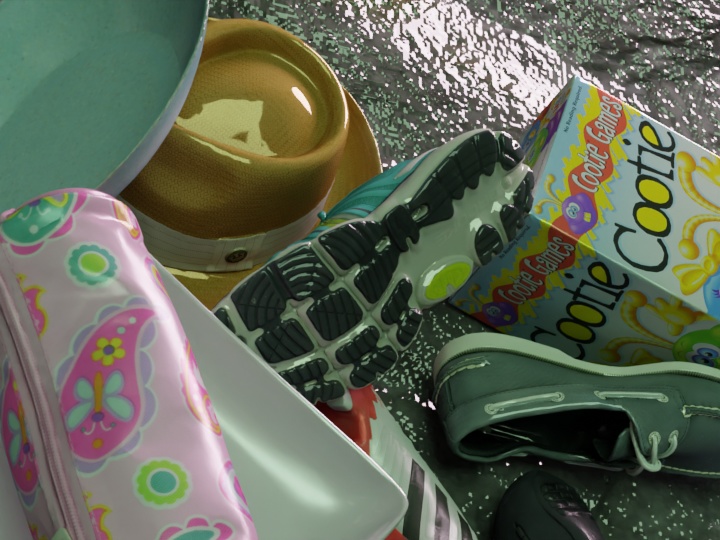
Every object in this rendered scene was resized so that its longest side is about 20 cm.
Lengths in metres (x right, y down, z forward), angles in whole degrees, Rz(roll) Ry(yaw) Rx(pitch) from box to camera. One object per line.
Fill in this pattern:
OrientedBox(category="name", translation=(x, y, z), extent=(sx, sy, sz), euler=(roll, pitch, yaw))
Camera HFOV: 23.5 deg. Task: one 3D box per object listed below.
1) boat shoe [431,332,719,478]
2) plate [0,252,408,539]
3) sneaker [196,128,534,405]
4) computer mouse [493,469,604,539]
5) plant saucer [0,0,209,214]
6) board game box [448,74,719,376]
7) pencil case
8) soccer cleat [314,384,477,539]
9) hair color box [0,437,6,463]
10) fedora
OrientedBox(category="boat shoe", translation=(0.133, 0.086, 0.898), extent=(0.198, 0.073, 0.062), euler=(13, 40, -8))
OrientedBox(category="plate", translation=(-0.112, 0.098, 0.731), extent=(0.200, 0.032, 0.199), euler=(41, 55, 11))
OrientedBox(category="sneaker", translation=(0.000, 0.000, 0.850), extent=(0.199, 0.079, 0.078), euler=(-35, 109, -25))
OrientedBox(category="computer mouse", translation=(0.100, 0.159, 0.812), extent=(0.034, 0.059, 0.200), euler=(28, 17, -26))
OrientedBox(category="plant saucer", translation=(-0.143, -0.074, 0.824), extent=(0.039, 0.199, 0.203), euler=(46, 46, -39))
OrientedBox(category="board game box", translation=(0.167, 0.002, 0.946), extent=(0.199, 0.103, 0.106), euler=(28, 55, -8))
OrientedBox(category="pencil case", translation=(-0.100, 0.067, 0.682), extent=(0.087, 0.088, 0.201), euler=(-7, 59, -26))
OrientedBox(category="soccer cleat", translation=(0.013, 0.120, 0.843), extent=(0.085, 0.069, 0.201), euler=(27, 25, -55))
OrientedBox(category="hair color box", translation=(-0.194, 0.070, 0.777), extent=(0.199, 0.061, 0.099), euler=(-29, 77, -34))
OrientedBox(category="fedora", translation=(-0.071, -0.071, 0.894), extent=(0.198, 0.082, 0.203), euler=(10, 59, -18))
